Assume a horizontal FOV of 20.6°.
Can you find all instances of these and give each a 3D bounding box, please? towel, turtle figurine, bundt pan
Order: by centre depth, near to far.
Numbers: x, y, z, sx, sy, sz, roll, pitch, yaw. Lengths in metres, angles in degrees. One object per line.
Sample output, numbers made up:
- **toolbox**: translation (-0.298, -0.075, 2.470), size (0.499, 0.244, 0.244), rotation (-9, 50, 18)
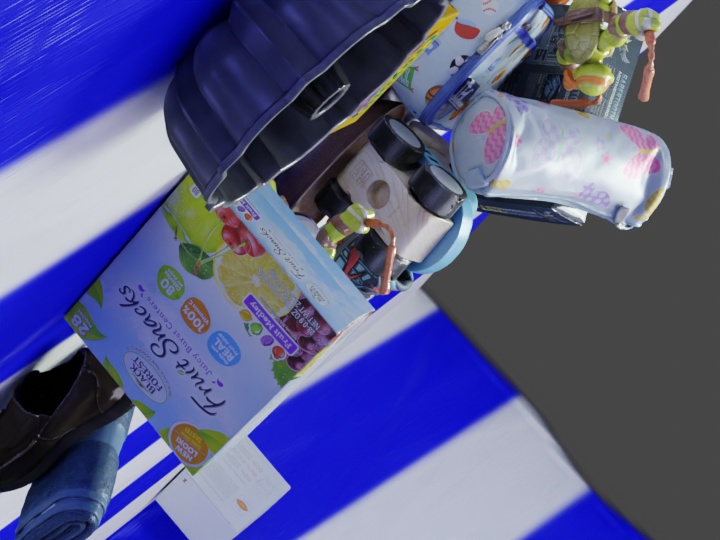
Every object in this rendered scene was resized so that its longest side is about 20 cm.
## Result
- **bundt pan**: translation (-0.042, -0.130, 1.216), size (0.202, 0.076, 0.202), rotation (-41, 174, -5)
- **turtle figurine**: translation (-0.072, -0.001, 1.587), size (0.064, 0.161, 0.200), rotation (6, 130, -51)
- **turtle figurine**: translation (0.196, -0.215, 1.691), size (0.064, 0.162, 0.200), rotation (5, 172, -15)
- **towel**: translation (-0.246, 0.157, 1.734), size (0.112, 0.048, 0.200), rotation (-38, -152, 37)

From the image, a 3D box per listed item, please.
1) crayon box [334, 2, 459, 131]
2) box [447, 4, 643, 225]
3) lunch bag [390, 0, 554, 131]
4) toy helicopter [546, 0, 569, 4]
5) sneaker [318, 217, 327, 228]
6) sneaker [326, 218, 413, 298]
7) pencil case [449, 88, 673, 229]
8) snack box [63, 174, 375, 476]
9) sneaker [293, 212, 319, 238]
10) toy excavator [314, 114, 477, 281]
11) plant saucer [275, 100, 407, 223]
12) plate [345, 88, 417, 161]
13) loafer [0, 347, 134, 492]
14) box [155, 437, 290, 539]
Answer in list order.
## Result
- **crayon box**: translation (-0.007, -0.153, 1.432), size (0.127, 0.051, 0.200), rotation (-45, 174, 28)
- **box**: translation (0.167, -0.148, 1.841), size (0.158, 0.051, 0.200), rotation (9, -101, 50)
- **lunch bag**: translation (0.101, -0.198, 1.734), size (0.160, 0.076, 0.200), rotation (-45, 176, 7)
- **toy helicopter**: translation (0.154, -0.203, 2.068), size (0.200, 0.079, 0.132), rotation (-41, 176, 38)
- **sneaker**: translation (-0.026, -0.030, 2.015), size (0.200, 0.081, 0.076), rotation (-31, -163, -35)
- **sneaker**: translation (0.000, 0.000, 1.888), size (0.079, 0.095, 0.200), rotation (-33, 158, -47)
- **pencil case**: translation (0.172, -0.094, 1.702), size (0.083, 0.200, 0.091), rotation (14, -88, 55)
- **snack box**: translation (-0.113, 0.034, 1.539), size (0.200, 0.169, 0.068), rotation (-46, 171, 35)
- **sneaker**: translation (-0.110, 0.037, 1.657), size (0.200, 0.116, 0.075), rotation (-25, 154, -4)
- **toy excavator**: translation (0.051, -0.071, 1.764), size (0.100, 0.195, 0.200), rotation (-49, 146, 17)
- **plant saucer**: translation (-0.037, -0.085, 1.774), size (0.200, 0.037, 0.200), rotation (-46, 173, -7)
- **plate**: translation (0.018, -0.125, 1.947), size (0.200, 0.032, 0.200), rotation (-44, 175, 30)
- **loafer**: translation (-0.272, 0.116, 1.678), size (0.200, 0.071, 0.073), rotation (-36, -138, 22)
- **box**: translation (-0.254, 0.413, 3.685), size (0.106, 0.152, 0.200), rotation (-44, 174, 35)
